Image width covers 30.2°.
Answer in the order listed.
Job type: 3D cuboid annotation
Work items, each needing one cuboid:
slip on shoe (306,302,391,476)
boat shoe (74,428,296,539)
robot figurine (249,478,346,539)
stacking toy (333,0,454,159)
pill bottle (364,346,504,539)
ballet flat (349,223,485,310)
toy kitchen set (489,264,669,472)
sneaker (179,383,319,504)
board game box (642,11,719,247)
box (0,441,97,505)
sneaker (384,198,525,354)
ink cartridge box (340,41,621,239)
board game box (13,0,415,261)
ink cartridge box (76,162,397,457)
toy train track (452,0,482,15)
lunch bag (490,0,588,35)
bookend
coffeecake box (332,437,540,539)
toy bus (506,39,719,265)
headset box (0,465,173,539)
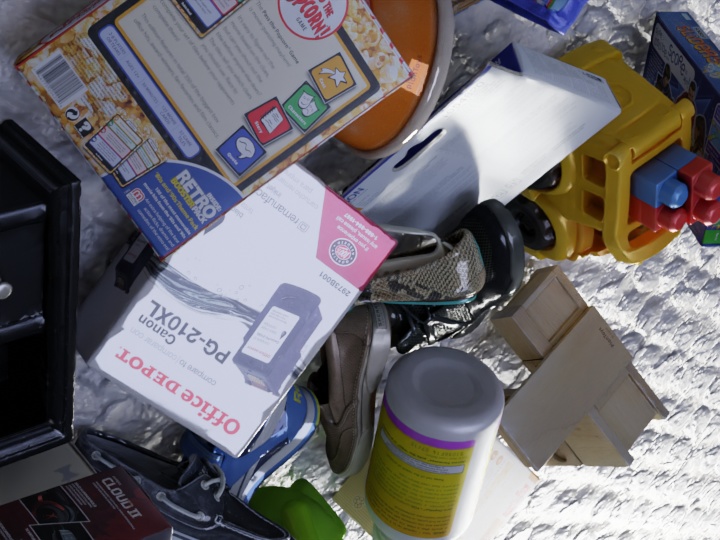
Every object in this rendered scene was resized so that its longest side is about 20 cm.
[{"bbox_3d":[-0.019,0.106,1.166,0.060,0.077,0.201,-4,138,-16],"label":"slip on shoe"},{"bbox_3d":[-0.133,0.177,1.035,0.072,0.198,0.068,-81,-166,-78],"label":"boat shoe"},{"bbox_3d":[-0.086,0.267,1.149,0.175,0.116,0.200,-31,-169,35],"label":"robot figurine"},{"bbox_3d":[-0.049,-0.164,0.901,0.198,0.146,0.147,11,112,-31],"label":"stacking toy"},{"bbox_3d":[0.059,0.173,1.181,0.104,0.104,0.202,-21,137,-35],"label":"pill bottle"},{"bbox_3d":[0.000,0.000,1.072,0.198,0.068,0.076,-10,112,3],"label":"ballet flat"},{"bbox_3d":[0.168,0.133,1.380,0.163,0.180,0.201,-44,103,-25],"label":"toy kitchen set"},{"bbox_3d":[-0.123,0.161,1.105,0.201,0.074,0.082,-52,138,-9],"label":"sneaker"},{"bbox_3d":[0.308,-0.134,1.229,0.034,0.201,0.136,-2,127,-10],"label":"board game box"},{"bbox_3d":[-0.260,0.220,0.967,0.127,0.109,0.202,-21,133,-33],"label":"box"},{"bbox_3d":[0.068,0.015,1.148,0.113,0.077,0.200,-22,163,-26],"label":"sneaker"},{"bbox_3d":[0.083,-0.100,1.069,0.199,0.041,0.199,-39,153,29],"label":"ink cartridge box"},{"bbox_3d":[-0.089,-0.127,0.829,0.199,0.046,0.152,-35,109,0],"label":"board game box"},{"bbox_3d":[-0.094,0.011,0.962,0.144,0.084,0.201,36,91,-28],"label":"ink cartridge box"},{"bbox_3d":[0.102,-0.240,1.058,0.199,0.033,0.115,-31,145,-18],"label":"toy train track"},{"bbox_3d":[0.120,-0.259,0.915,0.094,0.200,0.151,21,103,-52],"label":"lunch bag"},{"bbox_3d":[-0.279,0.033,0.811,0.197,0.092,0.202,-17,130,-38],"label":"bookend"},{"bbox_3d":[0.083,0.225,1.371,0.154,0.073,0.200,-50,143,-4],"label":"coffeecake box"},{"bbox_3d":[0.236,-0.075,1.199,0.135,0.192,0.201,-35,141,-25],"label":"toy bus"},{"bbox_3d":[-0.212,0.226,0.871,0.199,0.075,0.150,-14,128,-37],"label":"headset box"}]
